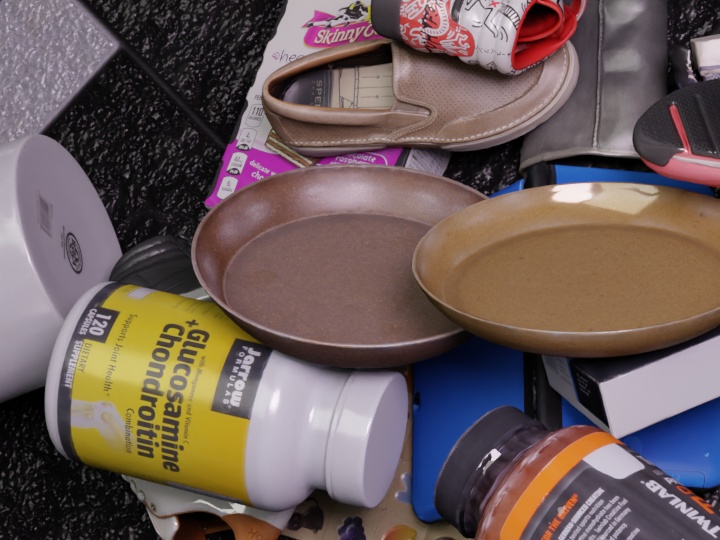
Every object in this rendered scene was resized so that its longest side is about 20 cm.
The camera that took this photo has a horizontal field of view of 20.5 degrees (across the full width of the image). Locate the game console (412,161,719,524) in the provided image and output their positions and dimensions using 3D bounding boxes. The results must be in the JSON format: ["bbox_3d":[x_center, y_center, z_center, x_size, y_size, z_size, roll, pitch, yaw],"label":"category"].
[{"bbox_3d":[0.124,0.049,1.213,0.169,0.119,0.202,5,65,-7],"label":"game console"}]

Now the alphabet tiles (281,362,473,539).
[{"bbox_3d":[0.049,0.140,1.224,0.199,0.006,0.168,13,76,29],"label":"alphabet tiles"}]

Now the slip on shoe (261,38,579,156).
[{"bbox_3d":[0.034,-0.117,1.237,0.198,0.061,0.077,-5,70,16],"label":"slip on shoe"}]

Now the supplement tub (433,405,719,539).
[{"bbox_3d":[0.131,0.149,1.009,0.199,0.107,0.107,35,87,30],"label":"supplement tub"}]

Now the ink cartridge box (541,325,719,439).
[{"bbox_3d":[0.206,0.029,1.103,0.198,0.040,0.099,-20,17,-11],"label":"ink cartridge box"}]

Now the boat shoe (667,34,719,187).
[{"bbox_3d":[0.287,-0.104,1.183,0.198,0.075,0.094,-8,97,9],"label":"boat shoe"}]

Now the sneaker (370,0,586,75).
[{"bbox_3d":[0.100,-0.189,1.228,0.107,0.068,0.201,22,46,22],"label":"sneaker"}]

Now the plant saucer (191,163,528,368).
[{"bbox_3d":[0.000,0.000,1.173,0.198,0.035,0.201,1,32,0],"label":"plant saucer"}]

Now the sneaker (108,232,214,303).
[{"bbox_3d":[-0.082,0.008,1.305,0.198,0.071,0.100,-13,35,0],"label":"sneaker"}]

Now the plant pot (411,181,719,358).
[{"bbox_3d":[0.128,0.001,1.098,0.199,0.200,0.028,9,117,29],"label":"plant pot"}]

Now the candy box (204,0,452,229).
[{"bbox_3d":[-0.003,-0.110,1.321,0.135,0.061,0.202,13,75,29],"label":"candy box"}]

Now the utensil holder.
[{"bbox_3d":[-0.276,0.016,1.343,0.198,0.170,0.171,-19,62,14],"label":"utensil holder"}]

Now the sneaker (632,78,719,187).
[{"bbox_3d":[0.251,-0.051,1.127,0.198,0.087,0.074,3,41,-1],"label":"sneaker"}]

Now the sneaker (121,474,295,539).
[{"bbox_3d":[-0.132,0.128,1.277,0.199,0.073,0.085,18,80,32],"label":"sneaker"}]

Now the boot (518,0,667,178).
[{"bbox_3d":[0.183,-0.159,1.245,0.181,0.072,0.202,-13,57,36],"label":"boot"}]

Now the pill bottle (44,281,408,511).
[{"bbox_3d":[-0.077,0.079,1.183,0.198,0.112,0.113,11,74,17],"label":"pill bottle"}]
